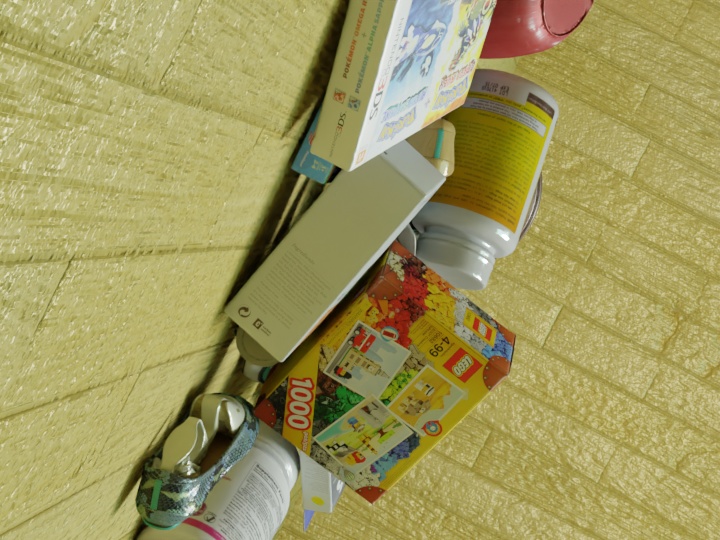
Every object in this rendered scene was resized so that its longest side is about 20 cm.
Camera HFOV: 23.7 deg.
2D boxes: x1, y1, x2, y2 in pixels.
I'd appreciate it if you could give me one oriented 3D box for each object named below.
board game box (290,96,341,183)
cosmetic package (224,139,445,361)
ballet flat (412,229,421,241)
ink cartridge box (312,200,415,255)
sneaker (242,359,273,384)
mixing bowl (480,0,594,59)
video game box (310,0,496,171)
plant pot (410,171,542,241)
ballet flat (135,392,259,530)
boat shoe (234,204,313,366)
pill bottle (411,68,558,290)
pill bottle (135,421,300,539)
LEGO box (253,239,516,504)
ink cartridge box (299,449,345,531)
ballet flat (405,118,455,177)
[{"bbox_3d":[0.001,-0.152,1.522,0.152,0.036,0.200,-64,176,7],"label":"board game box"},{"bbox_3d":[-0.021,-0.023,1.499,0.200,0.071,0.101,-49,178,18],"label":"cosmetic package"},{"bbox_3d":[0.069,0.041,1.771,0.200,0.075,0.064,85,-14,-51],"label":"ballet flat"},{"bbox_3d":[0.000,0.000,1.702,0.067,0.117,0.200,-17,144,-16],"label":"ink cartridge box"},{"bbox_3d":[-0.058,0.049,1.720,0.078,0.079,0.200,-58,170,-42],"label":"sneaker"},{"bbox_3d":[0.149,-0.272,1.556,0.200,0.108,0.201,-35,138,-39],"label":"mixing bowl"},{"bbox_3d":[0.047,-0.193,1.391,0.200,0.047,0.183,-35,150,-51],"label":"video game box"},{"bbox_3d":[0.078,-0.088,1.857,0.201,0.200,0.198,-64,167,17],"label":"plant pot"},{"bbox_3d":[-0.140,0.150,1.533,0.200,0.074,0.074,-61,176,-57],"label":"ballet flat"},{"bbox_3d":[-0.048,-0.001,1.608,0.200,0.072,0.060,-56,-176,4],"label":"boat shoe"},{"bbox_3d":[0.116,-0.087,1.676,0.109,0.109,0.201,95,13,-77],"label":"pill bottle"},{"bbox_3d":[-0.139,0.243,1.725,0.200,0.113,0.114,-56,172,-53],"label":"pill bottle"},{"bbox_3d":[0.021,0.095,1.579,0.200,0.149,0.077,-47,-169,28],"label":"LEGO box"},{"bbox_3d":[-0.009,0.155,1.845,0.201,0.047,0.198,87,24,-47],"label":"ink cartridge box"},{"bbox_3d":[0.047,-0.132,1.639,0.200,0.068,0.063,-145,-116,-65],"label":"ballet flat"}]
